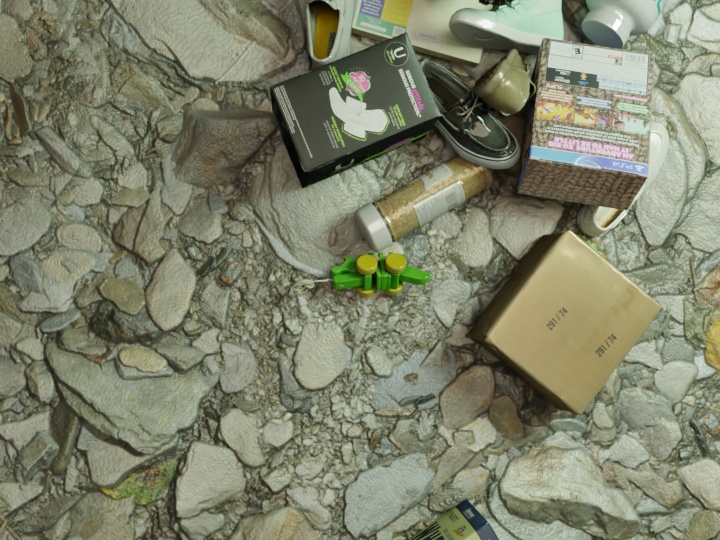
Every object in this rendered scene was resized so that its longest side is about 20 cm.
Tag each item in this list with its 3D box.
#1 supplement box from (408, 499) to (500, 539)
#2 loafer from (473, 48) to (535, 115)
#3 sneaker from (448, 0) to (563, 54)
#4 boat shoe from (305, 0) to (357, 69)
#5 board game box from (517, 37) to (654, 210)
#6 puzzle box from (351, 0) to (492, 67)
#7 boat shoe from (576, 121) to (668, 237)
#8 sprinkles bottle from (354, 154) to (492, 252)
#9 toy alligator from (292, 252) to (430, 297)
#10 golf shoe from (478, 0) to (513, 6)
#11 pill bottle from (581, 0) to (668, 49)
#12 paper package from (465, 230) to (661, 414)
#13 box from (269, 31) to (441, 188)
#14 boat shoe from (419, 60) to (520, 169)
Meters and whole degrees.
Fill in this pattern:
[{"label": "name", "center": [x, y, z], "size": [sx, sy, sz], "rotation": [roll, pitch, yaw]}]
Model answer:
[{"label": "supplement box", "center": [0.132, 0.468, 1.159], "size": [0.199, 0.134, 0.201], "rotation": [-33, 91, -6]}, {"label": "loafer", "center": [0.202, -0.254, 1.167], "size": [0.076, 0.200, 0.068], "rotation": [-40, 96, 27]}, {"label": "sneaker", "center": [0.208, -0.382, 1.202], "size": [0.199, 0.073, 0.120], "rotation": [-1, 93, -32]}, {"label": "boat shoe", "center": [-0.050, -0.378, 1.180], "size": [0.074, 0.086, 0.205], "rotation": [3, 81, 13]}, {"label": "board game box", "center": [0.314, -0.205, 1.175], "size": [0.158, 0.097, 0.202], "rotation": [10, 67, 4]}, {"label": "puzzle box", "center": [0.094, -0.391, 1.237], "size": [0.198, 0.025, 0.135], "rotation": [15, 87, -5]}, {"label": "boat shoe", "center": [0.394, -0.136, 1.236], "size": [0.071, 0.070, 0.201], "rotation": [39, 85, -3]}, {"label": "sprinkles bottle", "center": [0.091, -0.102, 1.207], "size": [0.199, 0.068, 0.069], "rotation": [-30, 91, -6]}, {"label": "toy alligator", "center": [0.000, 0.000, 1.205], "size": [0.197, 0.060, 0.055], "rotation": [-3, 47, -5]}, {"label": "golf shoe", "center": [0.166, -0.415, 1.143], "size": [0.088, 0.199, 0.078], "rotation": [-32, 127, -22]}, {"label": "pill bottle", "center": [0.403, -0.424, 1.225], "size": [0.110, 0.111, 0.201], "rotation": [33, 85, -4]}, {"label": "paper package", "center": [0.289, 0.074, 1.203], "size": [0.190, 0.103, 0.201], "rotation": [38, 84, -5]}, {"label": "box", "center": [-0.011, -0.216, 1.159], "size": [0.198, 0.149, 0.125], "rotation": [-22, 89, -5]}, {"label": "boat shoe", "center": [0.141, -0.218, 1.177], "size": [0.072, 0.071, 0.200], "rotation": [-43, 68, -15]}]
